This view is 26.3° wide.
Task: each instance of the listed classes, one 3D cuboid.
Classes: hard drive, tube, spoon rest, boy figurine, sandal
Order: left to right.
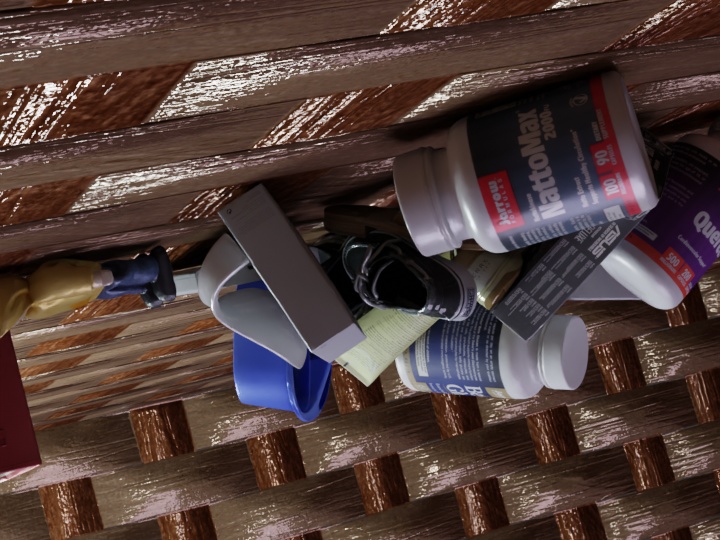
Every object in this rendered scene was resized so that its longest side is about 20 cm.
[{"bbox_3d":[-0.275,0.021,1.460,0.200,0.064,0.124,-14,176,-36],"label":"boy figurine"},{"bbox_3d":[-0.138,0.003,1.623,0.132,0.026,0.200,-12,-178,-22],"label":"hard drive"},{"bbox_3d":[-0.107,0.037,1.481,0.061,0.099,0.200,-39,148,-4],"label":"spoon rest"},{"bbox_3d":[0.051,0.046,1.691,0.200,0.058,0.052,-42,164,19],"label":"tube"},{"bbox_3d":[0.061,-0.066,1.492,0.212,0.070,0.078,6,-164,23],"label":"sandal"}]

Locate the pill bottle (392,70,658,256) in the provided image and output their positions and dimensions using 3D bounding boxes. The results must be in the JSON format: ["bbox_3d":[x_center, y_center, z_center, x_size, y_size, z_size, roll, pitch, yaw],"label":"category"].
[{"bbox_3d":[0.135,-0.081,1.280,0.200,0.120,0.120,-17,173,14],"label":"pill bottle"}]

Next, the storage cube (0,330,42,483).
[{"bbox_3d":[-0.443,0.140,1.568,0.171,0.180,0.200,-11,171,-28],"label":"storage cube"}]

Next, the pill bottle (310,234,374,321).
[{"bbox_3d":[-0.004,0.013,1.766,0.112,0.112,0.200,-19,171,30],"label":"pill bottle"}]

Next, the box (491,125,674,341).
[{"bbox_3d":[0.221,-0.039,1.523,0.200,0.050,0.158,-50,-178,25],"label":"box"}]

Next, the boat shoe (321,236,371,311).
[{"bbox_3d":[0.000,0.000,1.637,0.200,0.075,0.062,-36,-166,-35],"label":"boat shoe"}]

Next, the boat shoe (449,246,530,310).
[{"bbox_3d":[0.126,-0.016,1.560,0.074,0.066,0.200,-52,-179,9],"label":"boat shoe"}]

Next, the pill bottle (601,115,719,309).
[{"bbox_3d":[0.344,-0.064,1.619,0.200,0.112,0.112,-49,175,-5],"label":"pill bottle"}]

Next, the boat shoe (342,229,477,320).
[{"bbox_3d":[0.028,0.006,1.502,0.068,0.074,0.199,0,-160,-34],"label":"boat shoe"}]

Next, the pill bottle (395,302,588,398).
[{"bbox_3d":[0.148,0.087,1.731,0.200,0.111,0.111,2,-178,29],"label":"pill bottle"}]

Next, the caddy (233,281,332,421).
[{"bbox_3d":[-0.079,0.078,1.828,0.105,0.200,0.141,0,180,18],"label":"caddy"}]

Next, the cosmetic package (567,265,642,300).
[{"bbox_3d":[0.214,-0.005,1.730,0.200,0.071,0.101,0,-175,4],"label":"cosmetic package"}]

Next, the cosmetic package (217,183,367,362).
[{"bbox_3d":[-0.059,0.008,1.427,0.052,0.151,0.200,-32,173,0],"label":"cosmetic package"}]
